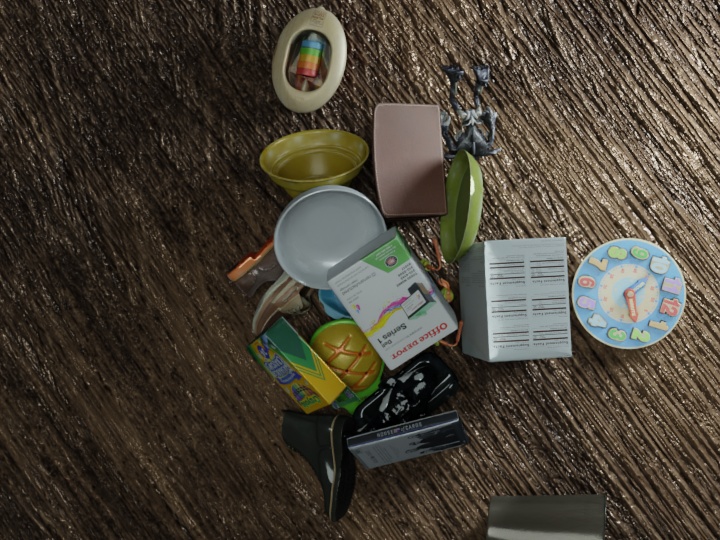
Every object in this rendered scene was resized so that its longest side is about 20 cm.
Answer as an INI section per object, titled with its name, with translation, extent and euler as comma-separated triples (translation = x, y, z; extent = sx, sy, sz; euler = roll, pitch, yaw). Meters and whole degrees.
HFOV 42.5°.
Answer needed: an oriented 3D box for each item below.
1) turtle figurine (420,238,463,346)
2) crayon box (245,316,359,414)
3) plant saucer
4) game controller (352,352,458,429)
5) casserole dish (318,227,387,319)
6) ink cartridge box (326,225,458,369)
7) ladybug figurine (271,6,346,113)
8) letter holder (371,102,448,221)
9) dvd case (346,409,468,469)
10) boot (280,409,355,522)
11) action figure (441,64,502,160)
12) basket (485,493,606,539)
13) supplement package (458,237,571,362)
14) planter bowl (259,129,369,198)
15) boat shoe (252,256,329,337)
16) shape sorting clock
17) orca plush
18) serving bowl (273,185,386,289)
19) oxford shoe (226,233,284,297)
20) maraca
[turtle figurine]
translation = 0.102, 0.047, 1.702
extent = 0.161, 0.064, 0.200
euler = -10, 97, 14
[crayon box]
translation = -0.105, 0.183, 1.649
extent = 0.200, 0.126, 0.052
euler = 46, 63, -3
[plant saucer]
translation = 0.178, -0.110, 1.613
extent = 0.031, 0.200, 0.200
euler = 5, 90, -9
[game controller]
translation = 0.084, 0.239, 1.705
extent = 0.200, 0.042, 0.104
euler = -40, 103, 4
[casserole dish]
translation = 0.000, 0.000, 1.705
extent = 0.121, 0.039, 0.200
euler = 28, 92, 41
[ink cartridge box]
translation = 0.056, 0.049, 1.608
extent = 0.145, 0.084, 0.200
euler = -33, 104, 9
[ladybug figurine]
translation = -0.091, -0.388, 1.722
extent = 0.136, 0.072, 0.200
euler = 16, 92, 7
[letter holder]
translation = 0.065, -0.191, 1.660
extent = 0.142, 0.101, 0.200
euler = -4, 89, -28
[dvd case]
translation = 0.088, 0.306, 1.663
extent = 0.200, 0.150, 0.025
euler = -15, 62, 6
[boot]
translation = -0.084, 0.357, 1.730
extent = 0.138, 0.077, 0.200
euler = 6, 97, 24
[action figure]
translation = 0.195, -0.272, 1.679
extent = 0.119, 0.102, 0.200
euler = -4, 116, -2
[basket]
translation = 0.323, 0.473, 1.644
extent = 0.200, 0.136, 0.181
euler = 6, 86, 10
[supplement package]
translation = 0.263, 0.048, 1.609
extent = 0.147, 0.191, 0.200
euler = -3, 90, -7
[planter bowl]
translation = -0.080, -0.177, 1.692
extent = 0.200, 0.200, 0.084
euler = -2, 125, 6
[boat shoe]
translation = -0.128, 0.050, 1.715
extent = 0.072, 0.076, 0.200
euler = 37, 99, 18
[shape sorting clock]
translation = 0.483, 0.042, 1.671
extent = 0.200, 0.039, 0.200
euler = 0, 89, 6
[orca plush]
translation = 0.059, 0.251, 1.647
extent = 0.200, 0.071, 0.105
euler = -29, 104, 2
[serving bowl]
translation = -0.056, -0.067, 1.636
extent = 0.200, 0.066, 0.200
euler = -5, 122, -7
[oxford shoe]
translation = -0.152, -0.027, 1.737
extent = 0.200, 0.071, 0.073
euler = -36, 102, 12
[maraca]
translation = -0.019, 0.177, 1.699
extent = 0.137, 0.107, 0.200
euler = -15, 114, 8
